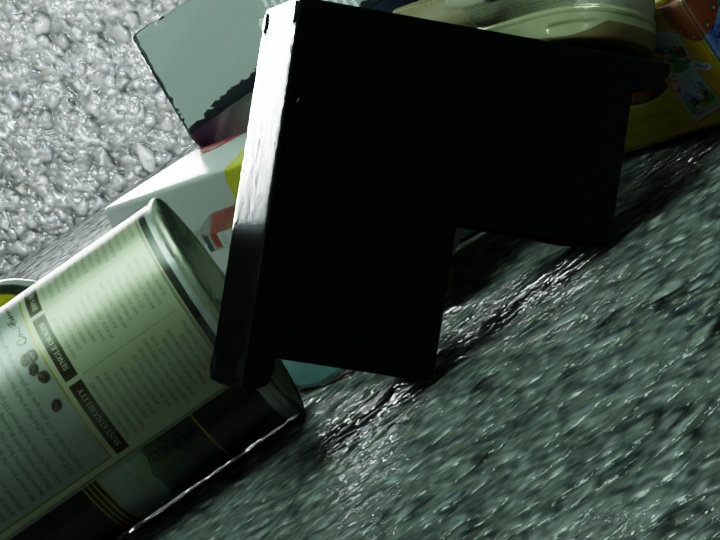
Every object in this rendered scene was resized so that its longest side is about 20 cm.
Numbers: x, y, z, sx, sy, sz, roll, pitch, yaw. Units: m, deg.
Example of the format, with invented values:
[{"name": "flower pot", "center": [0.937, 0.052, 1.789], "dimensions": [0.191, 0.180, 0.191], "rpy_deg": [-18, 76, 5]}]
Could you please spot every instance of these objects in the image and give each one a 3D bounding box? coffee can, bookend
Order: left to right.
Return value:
[{"name": "coffee can", "center": [-0.154, 0.075, 1.510], "dimensions": [0.200, 0.146, 0.146], "rpy_deg": [-35, 8, 3]}, {"name": "bookend", "center": [0.040, -0.026, 1.407], "dimensions": [0.200, 0.199, 0.092], "rpy_deg": [8, -1, -13]}]

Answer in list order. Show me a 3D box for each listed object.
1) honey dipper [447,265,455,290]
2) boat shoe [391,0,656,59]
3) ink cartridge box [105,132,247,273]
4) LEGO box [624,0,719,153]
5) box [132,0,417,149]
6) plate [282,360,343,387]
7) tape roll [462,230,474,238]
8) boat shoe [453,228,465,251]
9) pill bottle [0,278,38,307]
[{"name": "honey dipper", "center": [0.000, 0.000, 1.635], "dimensions": [0.038, 0.038, 0.200], "rpy_deg": [-39, 17, -23]}, {"name": "boat shoe", "center": [0.087, -0.146, 1.500], "dimensions": [0.072, 0.065, 0.200], "rpy_deg": [13, -9, -38]}, {"name": "ink cartridge box", "center": [-0.055, -0.057, 1.917], "dimensions": [0.200, 0.083, 0.145], "rpy_deg": [-17, 11, 32]}, {"name": "LEGO box", "center": [0.207, -0.144, 1.540], "dimensions": [0.149, 0.077, 0.200], "rpy_deg": [-38, 8, -20]}, {"name": "box", "center": [-0.034, -0.152, 2.104], "dimensions": [0.198, 0.123, 0.200], "rpy_deg": [-34, -34, 7]}, {"name": "plate", "center": [-0.013, -0.030, 1.578], "dimensions": [0.200, 0.026, 0.200], "rpy_deg": [-48, 30, 40]}, {"name": "tape roll", "center": [0.103, -0.087, 1.747], "dimensions": [0.200, 0.048, 0.200], "rpy_deg": [-35, 8, 6]}, {"name": "boat shoe", "center": [0.051, -0.095, 1.609], "dimensions": [0.072, 0.068, 0.200], "rpy_deg": [-93, 24, -55]}, {"name": "pill bottle", "center": [-0.253, 0.105, 1.815], "dimensions": [0.114, 0.114, 0.200], "rpy_deg": [-30, 20, 35]}]
